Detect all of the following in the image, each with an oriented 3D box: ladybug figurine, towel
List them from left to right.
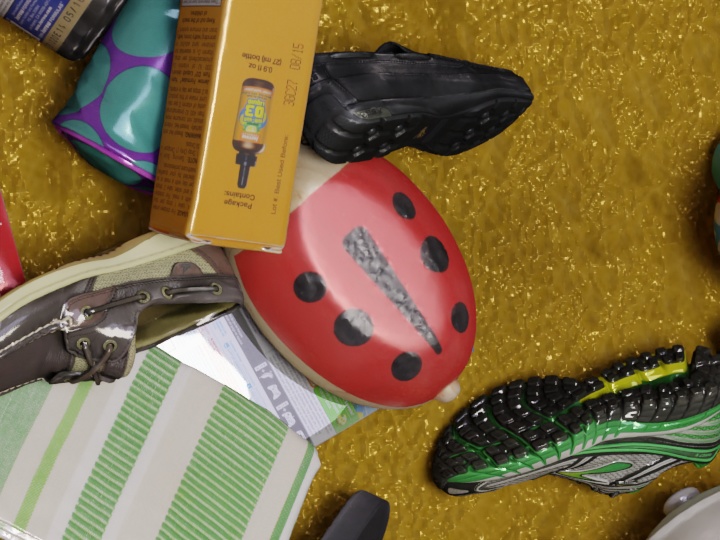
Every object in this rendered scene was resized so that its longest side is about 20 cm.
[{"bbox_3d":[-0.131,0.119,1.150,0.200,0.023,0.153,29,60,-11],"label":"towel"},{"bbox_3d":[0.000,0.000,1.190,0.136,0.072,0.200,-44,99,-15],"label":"ladybug figurine"}]

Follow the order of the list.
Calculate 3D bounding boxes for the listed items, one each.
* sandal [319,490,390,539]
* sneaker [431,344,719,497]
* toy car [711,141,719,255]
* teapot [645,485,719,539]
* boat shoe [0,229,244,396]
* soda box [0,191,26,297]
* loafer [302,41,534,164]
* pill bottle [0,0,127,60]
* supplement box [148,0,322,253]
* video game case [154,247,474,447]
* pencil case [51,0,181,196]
[{"bbox_3d":[-0.029,0.216,1.158,0.043,0.076,0.200,24,59,17],"label":"sandal"},{"bbox_3d":[0.144,0.115,1.243,0.199,0.078,0.085,-11,119,-6],"label":"sneaker"},{"bbox_3d":[0.283,0.037,1.267,0.177,0.184,0.200,23,108,-14],"label":"toy car"},{"bbox_3d":[0.235,0.201,1.229,0.197,0.200,0.146,-43,59,14],"label":"teapot"},{"bbox_3d":[-0.150,0.032,1.120,0.200,0.073,0.065,-29,72,-31],"label":"boat shoe"},{"bbox_3d":[-0.251,-0.067,1.138,0.063,0.070,0.201,-16,91,-18],"label":"soda box"},{"bbox_3d":[0.033,-0.111,1.200,0.200,0.068,0.070,-9,62,-48],"label":"loafer"},{"bbox_3d":[-0.218,-0.220,1.137,0.200,0.112,0.112,33,78,-13],"label":"pill bottle"},{"bbox_3d":[-0.069,-0.114,1.116,0.066,0.069,0.201,8,91,-32],"label":"supplement box"},{"bbox_3d":[-0.044,0.037,1.222,0.200,0.018,0.143,-30,94,-16],"label":"video game case"},{"bbox_3d":[-0.101,-0.142,1.182,0.092,0.085,0.200,31,78,-1],"label":"pencil case"}]
